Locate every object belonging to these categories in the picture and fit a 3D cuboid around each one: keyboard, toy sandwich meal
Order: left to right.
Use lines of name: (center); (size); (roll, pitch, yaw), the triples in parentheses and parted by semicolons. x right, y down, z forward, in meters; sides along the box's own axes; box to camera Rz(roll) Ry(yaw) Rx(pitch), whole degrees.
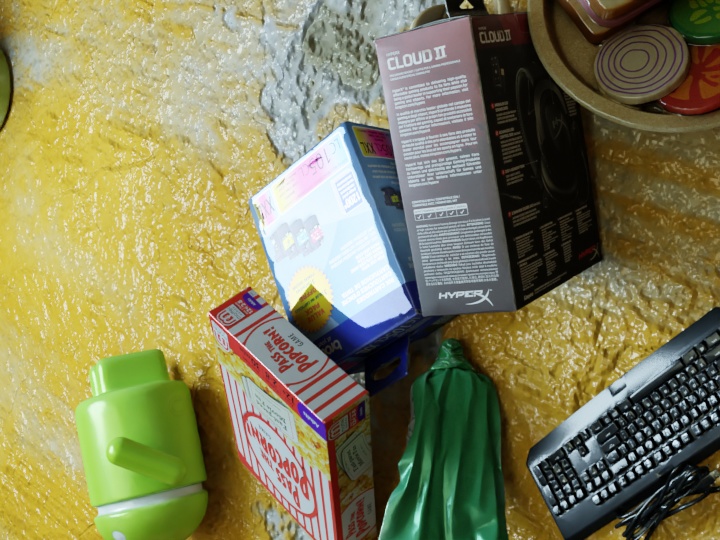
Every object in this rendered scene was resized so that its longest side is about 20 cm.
keyboard: (0.196, 0.121, 0.708); (0.200, 0.039, 0.105); (-47, 61, 33)
toy sandwich meal: (0.190, -0.183, 0.633); (0.202, 0.070, 0.208); (-4, 69, 11)

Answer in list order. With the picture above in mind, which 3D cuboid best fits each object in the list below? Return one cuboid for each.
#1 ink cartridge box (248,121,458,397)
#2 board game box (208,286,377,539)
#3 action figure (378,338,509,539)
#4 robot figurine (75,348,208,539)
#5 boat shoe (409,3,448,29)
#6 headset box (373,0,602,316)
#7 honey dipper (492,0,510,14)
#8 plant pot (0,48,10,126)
ink cartridge box: (0.000, 0.000, 0.858); (0.136, 0.076, 0.202); (-34, 71, 37)
board game box: (-0.052, 0.132, 0.860); (0.151, 0.046, 0.202); (38, 148, 35)
action figure: (0.068, 0.150, 0.794); (0.055, 0.116, 0.203); (113, 162, -70)
robot figurine: (-0.214, 0.184, 1.024); (0.175, 0.114, 0.203); (-28, 73, 62)
boat shoe: (0.068, -0.100, 0.805); (0.065, 0.071, 0.203); (-137, 38, -79)
headset box: (0.090, -0.086, 0.697); (0.076, 0.148, 0.203); (-6, 100, 35)
honey dipper: (0.108, -0.177, 0.785); (0.038, 0.038, 0.203); (-6, 90, 41)
plant pot: (-0.540, -0.228, 1.255); (0.199, 0.192, 0.204); (2, 92, 41)
